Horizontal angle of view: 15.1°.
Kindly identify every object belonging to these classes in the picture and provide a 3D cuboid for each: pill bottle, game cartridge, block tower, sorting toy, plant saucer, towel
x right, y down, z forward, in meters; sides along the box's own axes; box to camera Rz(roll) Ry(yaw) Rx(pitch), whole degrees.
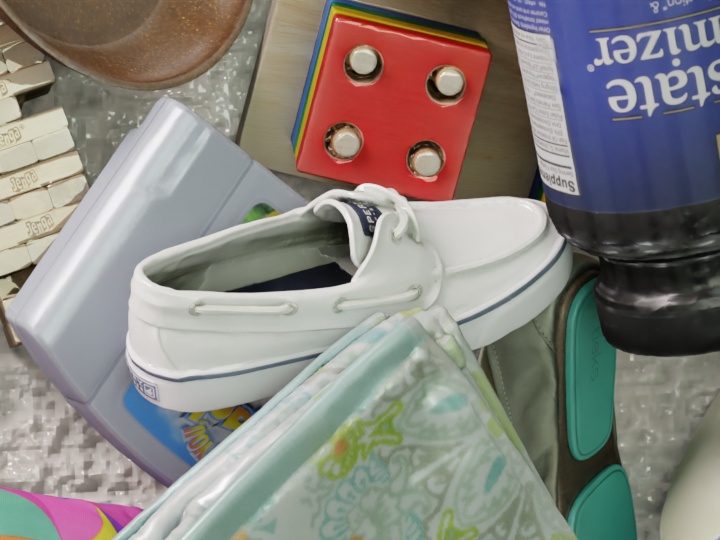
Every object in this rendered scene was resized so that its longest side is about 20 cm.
[{"bbox_3d":[0.123,-0.073,1.101,0.112,0.112,0.200,-16,108,-11],"label":"pill bottle"},{"bbox_3d":[-0.048,0.035,1.162,0.200,0.040,0.133,38,85,-30],"label":"game cartridge"},{"bbox_3d":[-0.154,-0.060,1.170,0.054,0.058,0.200,-19,91,-12],"label":"block tower"},{"bbox_3d":[0.068,-0.113,1.177,0.200,0.070,0.199,13,105,-10],"label":"sorting toy"},{"bbox_3d":[-0.121,-0.168,1.146,0.200,0.037,0.200,22,60,-45],"label":"plant saucer"},{"bbox_3d":[-0.005,0.133,1.071,0.200,0.048,0.171,-41,115,-20],"label":"towel"}]

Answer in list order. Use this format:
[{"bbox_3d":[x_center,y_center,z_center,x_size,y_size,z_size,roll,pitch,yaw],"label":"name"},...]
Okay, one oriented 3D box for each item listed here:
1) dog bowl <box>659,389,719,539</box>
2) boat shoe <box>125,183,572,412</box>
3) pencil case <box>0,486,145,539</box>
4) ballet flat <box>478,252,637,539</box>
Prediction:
[{"bbox_3d":[0.217,0.063,1.164,0.079,0.200,0.200,35,82,-6],"label":"dog bowl"},{"bbox_3d":[0.000,0.000,1.108,0.200,0.074,0.065,-20,133,-24],"label":"boat shoe"},{"bbox_3d":[-0.111,0.135,1.084,0.200,0.088,0.088,10,85,-46],"label":"pencil case"},{"bbox_3d":[0.084,0.084,1.207,0.067,0.064,0.200,-30,121,-49],"label":"ballet flat"}]
